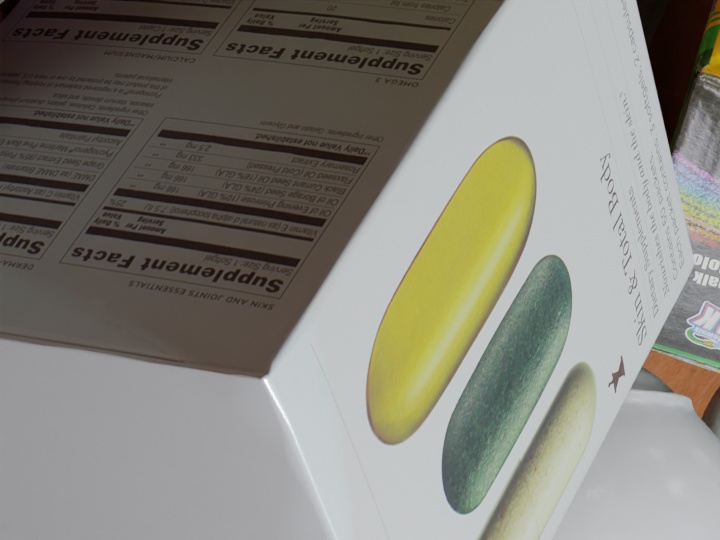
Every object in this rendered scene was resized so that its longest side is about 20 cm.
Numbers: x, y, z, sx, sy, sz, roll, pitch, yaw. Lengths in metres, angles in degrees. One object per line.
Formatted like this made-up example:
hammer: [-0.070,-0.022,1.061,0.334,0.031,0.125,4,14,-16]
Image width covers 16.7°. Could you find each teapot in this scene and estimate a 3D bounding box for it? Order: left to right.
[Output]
teapot: [0.076,0.093,1.031,0.200,0.196,0.147,30,59,-77]

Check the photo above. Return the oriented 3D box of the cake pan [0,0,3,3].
cake pan: [-0.115,-0.091,0.519,0.200,0.037,0.200,-35,170,-7]

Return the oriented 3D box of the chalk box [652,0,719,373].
chalk box: [0.184,-0.031,1.011,0.201,0.124,0.124,102,9,-49]

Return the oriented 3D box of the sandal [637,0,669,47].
sandal: [0.111,-0.122,0.943,0.080,0.054,0.201,-22,137,-38]

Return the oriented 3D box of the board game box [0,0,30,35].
board game box: [-0.114,-0.040,0.697,0.200,0.045,0.135,28,72,-58]

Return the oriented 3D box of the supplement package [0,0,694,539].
supplement package: [-0.022,0.003,0.670,0.200,0.150,0.152,-57,142,-37]
